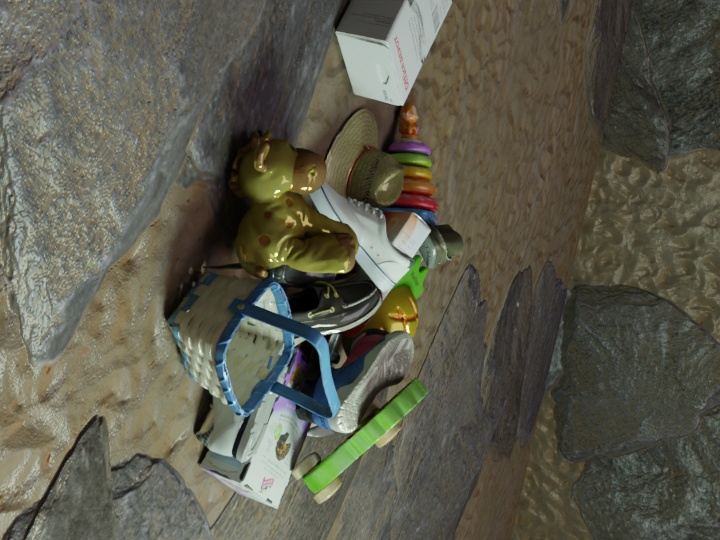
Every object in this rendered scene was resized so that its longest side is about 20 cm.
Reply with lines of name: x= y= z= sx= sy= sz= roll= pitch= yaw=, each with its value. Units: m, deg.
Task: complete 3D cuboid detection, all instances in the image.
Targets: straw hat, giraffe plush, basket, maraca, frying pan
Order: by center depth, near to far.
basket: x=-0.119 y=0.093 z=1.368 sx=0.139 sy=0.199 sz=0.177 roll=-51 pitch=154 yaw=-29
giraffe plush: x=-0.098 y=-0.087 z=1.409 sx=0.199 sy=0.172 sz=0.164 roll=-6 pitch=104 yaw=-31
straw hat: x=0.019 y=-0.137 z=1.719 sx=0.201 sy=0.085 sz=0.202 roll=-51 pitch=149 yaw=-46
maraca: x=0.043 y=0.067 z=1.784 sx=0.201 sy=0.107 sz=0.137 roll=-56 pitch=156 yaw=-11
frying pan: x=-0.047 y=0.115 z=1.809 sx=0.190 sy=0.031 sz=0.116 roll=-44 pitch=157 yaw=-74

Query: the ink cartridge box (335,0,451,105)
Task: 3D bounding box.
ink cartridge box: x=0.050 y=-0.360 z=1.628 sx=0.145 sy=0.084 sz=0.201 roll=68 pitch=42 yaw=-59

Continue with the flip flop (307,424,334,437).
flip flop: x=-0.044 y=0.198 z=1.847 sx=0.200 sy=0.057 sz=0.081 roll=-43 pitch=114 yaw=-40

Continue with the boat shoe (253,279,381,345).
boat shoe: x=-0.061 y=0.051 z=1.576 sx=0.200 sy=0.072 sz=0.061 roll=-21 pitch=125 yaw=-21

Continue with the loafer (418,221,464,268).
loafer: x=0.122 y=-0.049 z=1.797 sx=0.076 sy=0.069 sz=0.200 roll=63 pitch=4 yaw=3

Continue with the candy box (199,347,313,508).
candy box: x=-0.132 y=0.217 z=1.621 sx=0.168 sy=0.071 sz=0.201 roll=61 pitch=49 yaw=-63

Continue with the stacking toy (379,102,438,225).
stacking toy: x=0.076 y=-0.172 z=1.850 sx=0.116 sy=0.109 sz=0.202 roll=23 pitch=70 yaw=-77

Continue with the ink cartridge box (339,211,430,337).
ink cartridge box: x=0.000 y=0.000 z=1.715 sx=0.050 sy=0.162 sz=0.200 roll=43 pitch=74 yaw=-22

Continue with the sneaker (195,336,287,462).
sneaker: x=-0.148 y=0.146 z=1.498 sx=0.201 sy=0.080 sz=0.076 roll=-68 pitch=163 yaw=-7

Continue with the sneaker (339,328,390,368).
sneaker: x=-0.005 y=0.169 z=1.708 sx=0.200 sy=0.073 sz=0.087 roll=-51 pitch=-164 yaw=37

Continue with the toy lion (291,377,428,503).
toy lion: x=0.007 y=0.233 z=1.617 sx=0.200 sy=0.069 sz=0.192 roll=-40 pitch=176 yaw=-22

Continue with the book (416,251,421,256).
book: x=0.053 y=0.056 z=1.945 sx=0.201 sy=0.048 sz=0.134 roll=-63 pitch=-179 yaw=-30

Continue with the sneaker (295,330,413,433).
sneaker: x=-0.015 y=0.147 z=1.613 sx=0.200 sy=0.111 sz=0.077 roll=-48 pitch=130 yaw=-37

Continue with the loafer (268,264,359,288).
loafer: x=-0.065 y=-0.009 z=1.618 sx=0.200 sy=0.072 sz=0.073 roll=-16 pitch=121 yaw=-66

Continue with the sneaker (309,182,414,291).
sneaker: x=-0.002 y=-0.066 z=1.601 sx=0.071 sy=0.200 sz=0.073 roll=-38 pitch=-166 yaw=3
